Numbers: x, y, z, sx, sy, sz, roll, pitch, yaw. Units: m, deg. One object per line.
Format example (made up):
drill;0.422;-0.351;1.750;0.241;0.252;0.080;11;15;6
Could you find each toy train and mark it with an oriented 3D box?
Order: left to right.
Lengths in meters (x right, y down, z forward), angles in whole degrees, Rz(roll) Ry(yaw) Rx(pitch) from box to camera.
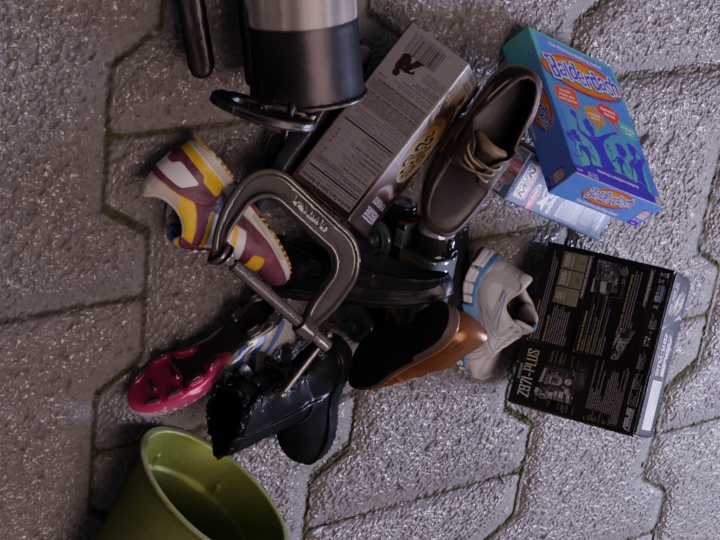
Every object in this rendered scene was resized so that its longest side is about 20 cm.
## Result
toy train;0.051;0.021;1.721;0.085;0.114;0.201;-16;126;-46

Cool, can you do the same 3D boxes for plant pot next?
plant pot;-0.211;0.306;1.679;0.200;0.200;0.190;27;110;-42

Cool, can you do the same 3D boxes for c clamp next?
c clamp;-0.080;0.004;1.566;0.171;0.027;0.200;-48;118;-13

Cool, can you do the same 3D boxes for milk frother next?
milk frother;-0.069;-0.233;1.424;0.180;0.200;0.189;-12;112;-19

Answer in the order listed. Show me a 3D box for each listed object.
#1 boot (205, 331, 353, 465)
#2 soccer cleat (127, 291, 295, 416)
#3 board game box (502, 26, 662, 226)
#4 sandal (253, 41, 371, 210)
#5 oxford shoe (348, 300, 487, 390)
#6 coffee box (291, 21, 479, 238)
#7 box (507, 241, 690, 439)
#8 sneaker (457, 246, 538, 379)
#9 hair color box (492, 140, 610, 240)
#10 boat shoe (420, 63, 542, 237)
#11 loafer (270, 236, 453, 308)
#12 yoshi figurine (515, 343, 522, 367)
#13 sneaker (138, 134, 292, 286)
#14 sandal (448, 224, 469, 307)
boot;-0.096;0.161;1.694;0.162;0.073;0.199;-25;146;-40
soccer cleat;-0.152;0.105;1.666;0.200;0.070;0.086;-34;141;-11
board game box;0.243;-0.158;1.710;0.152;0.201;0.045;16;138;-41
sandal;-0.055;-0.151;1.601;0.201;0.043;0.076;-59;160;8
oxford shoe;0.057;0.092;1.657;0.071;0.200;0.072;21;63;-30
coffee box;0.028;-0.142;1.607;0.200;0.080;0.113;-52;168;1
box;0.284;0.083;1.853;0.086;0.163;0.201;18;85;-65
sneaker;0.165;0.066;1.833;0.075;0.086;0.200;-50;153;-34
hair color box;0.198;-0.102;1.753;0.200;0.100;0.061;18;105;-50
boat shoe;0.123;-0.127;1.622;0.074;0.073;0.201;27;93;-4
loafer;0.000;0.000;1.647;0.068;0.200;0.071;-29;122;-71
yoshi figurine;0.287;0.097;1.951;0.200;0.112;0.112;-49;139;3
sneaker;-0.148;-0.044;1.585;0.090;0.075;0.200;-37;125;-4
sandal;0.092;-0.034;1.776;0.075;0.045;0.201;-15;113;-58
